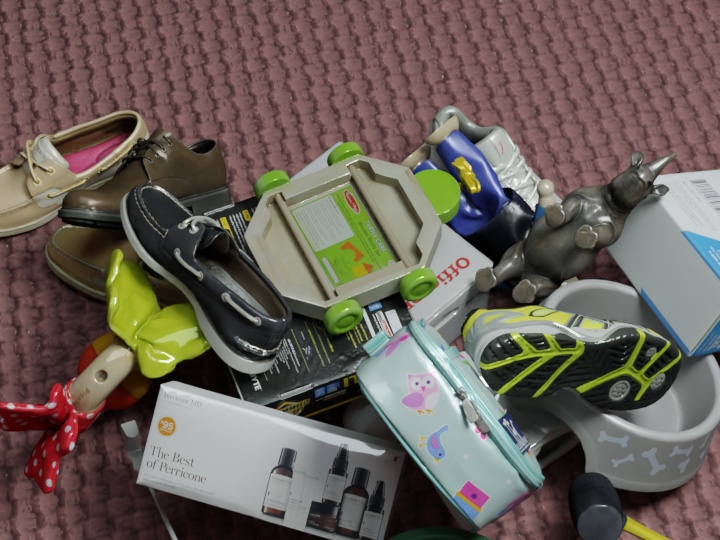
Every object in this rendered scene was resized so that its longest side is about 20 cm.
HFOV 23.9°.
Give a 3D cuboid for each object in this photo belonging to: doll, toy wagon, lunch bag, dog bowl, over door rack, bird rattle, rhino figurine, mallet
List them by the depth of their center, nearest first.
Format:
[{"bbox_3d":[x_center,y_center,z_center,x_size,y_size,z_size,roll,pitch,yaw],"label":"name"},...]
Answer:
[{"bbox_3d":[0.065,0.109,1.279,0.077,0.200,0.161,-35,87,0],"label":"lunch bag"},{"bbox_3d":[0.254,0.229,1.359,0.199,0.041,0.066,30,17,-1],"label":"mallet"},{"bbox_3d":[-0.092,0.196,1.385,0.147,0.067,0.201,-17,56,-17],"label":"over door rack"},{"bbox_3d":[-0.206,0.093,1.410,0.112,0.163,0.200,35,90,5],"label":"bird rattle"},{"bbox_3d":[0.007,-0.036,1.418,0.199,0.040,0.156,-22,59,-12],"label":"toy wagon"},{"bbox_3d":[0.220,0.090,1.446,0.199,0.059,0.201,16,43,-15],"label":"dog bowl"},{"bbox_3d":[0.192,-0.040,1.451,0.060,0.200,0.087,54,26,11],"label":"rhino figurine"},{"bbox_3d":[0.127,-0.044,1.542,0.200,0.136,0.048,50,35,1],"label":"doll"}]

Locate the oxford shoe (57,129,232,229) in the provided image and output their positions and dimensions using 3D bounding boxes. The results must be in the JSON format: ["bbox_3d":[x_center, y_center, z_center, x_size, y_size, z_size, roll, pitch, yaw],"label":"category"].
[{"bbox_3d":[-0.199,-0.083,1.534,0.072,0.085,0.200,5,15,34],"label":"oxford shoe"}]

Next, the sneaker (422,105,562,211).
[{"bbox_3d":[0.131,-0.081,1.587,0.200,0.100,0.078,35,59,22],"label":"sneaker"}]

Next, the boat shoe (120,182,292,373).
[{"bbox_3d":[-0.124,-0.007,1.378,0.074,0.060,0.200,-8,51,-43],"label":"boat shoe"}]

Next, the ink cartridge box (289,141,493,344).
[{"bbox_3d":[0.000,0.000,1.528,0.146,0.085,0.200,-38,64,-25],"label":"ink cartridge box"}]

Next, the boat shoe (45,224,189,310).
[{"bbox_3d":[-0.193,-0.009,1.531,0.199,0.076,0.072,16,55,10],"label":"boat shoe"}]

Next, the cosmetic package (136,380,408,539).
[{"bbox_3d":[-0.067,0.151,1.324,0.199,0.051,0.083,14,89,7],"label":"cosmetic package"}]

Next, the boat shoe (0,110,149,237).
[{"bbox_3d":[-0.289,-0.098,1.598,0.199,0.069,0.074,-27,59,-22],"label":"boat shoe"}]

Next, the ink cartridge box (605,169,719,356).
[{"bbox_3d":[0.338,-0.013,1.516,0.199,0.084,0.145,-7,50,-37],"label":"ink cartridge box"}]

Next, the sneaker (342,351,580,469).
[{"bbox_3d":[0.094,0.131,1.441,0.199,0.074,0.116,-16,52,-16],"label":"sneaker"}]

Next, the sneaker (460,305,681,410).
[{"bbox_3d":[0.170,0.059,1.350,0.199,0.076,0.076,12,24,-31],"label":"sneaker"}]

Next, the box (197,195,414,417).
[{"bbox_3d":[-0.053,0.023,1.434,0.159,0.049,0.201,-19,59,-11],"label":"box"}]

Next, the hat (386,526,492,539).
[{"bbox_3d":[0.099,0.259,1.361,0.200,0.166,0.176,35,20,3],"label":"hat"}]
